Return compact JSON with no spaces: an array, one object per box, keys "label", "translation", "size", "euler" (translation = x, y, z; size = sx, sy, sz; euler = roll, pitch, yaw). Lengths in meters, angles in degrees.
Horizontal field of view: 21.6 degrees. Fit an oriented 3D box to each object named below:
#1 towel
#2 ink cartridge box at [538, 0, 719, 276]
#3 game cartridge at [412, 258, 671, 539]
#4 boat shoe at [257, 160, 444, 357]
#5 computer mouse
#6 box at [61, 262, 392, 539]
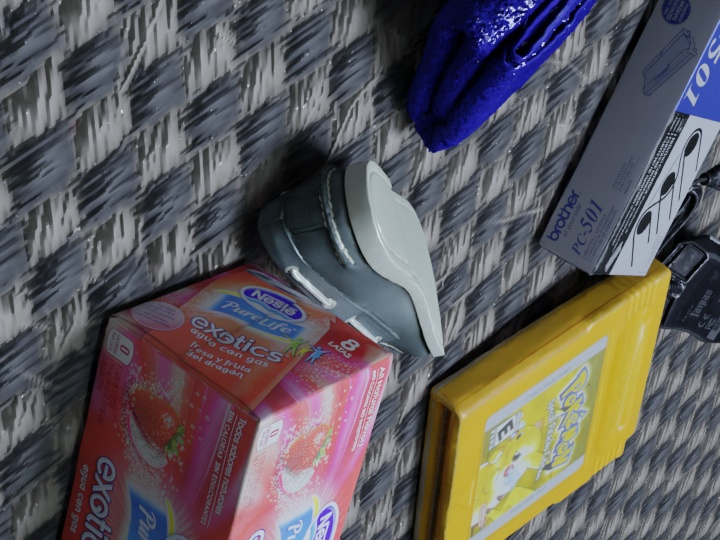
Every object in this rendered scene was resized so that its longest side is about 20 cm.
[{"label":"towel","translation":[0.107,-0.147,0.915],"size":[0.200,0.050,0.148],"euler":[-46,172,-16]},{"label":"ink cartridge box","translation":[0.186,-0.094,1.157],"size":[0.094,0.044,0.201],"euler":[2,116,-61]},{"label":"game cartridge","translation":[0.119,0.100,1.236],"size":[0.199,0.032,0.177],"euler":[-29,142,-30]},{"label":"boat shoe","translation":[0.000,0.000,0.951],"size":[0.061,0.073,0.200],"euler":[-14,160,9]},{"label":"computer mouse","translation":[0.238,-0.018,1.325],"size":[0.199,0.046,0.141],"euler":[4,120,-47]},{"label":"box","translation":[-0.070,0.112,0.889],"size":[0.102,0.094,0.201],"euler":[-23,137,-50]}]
